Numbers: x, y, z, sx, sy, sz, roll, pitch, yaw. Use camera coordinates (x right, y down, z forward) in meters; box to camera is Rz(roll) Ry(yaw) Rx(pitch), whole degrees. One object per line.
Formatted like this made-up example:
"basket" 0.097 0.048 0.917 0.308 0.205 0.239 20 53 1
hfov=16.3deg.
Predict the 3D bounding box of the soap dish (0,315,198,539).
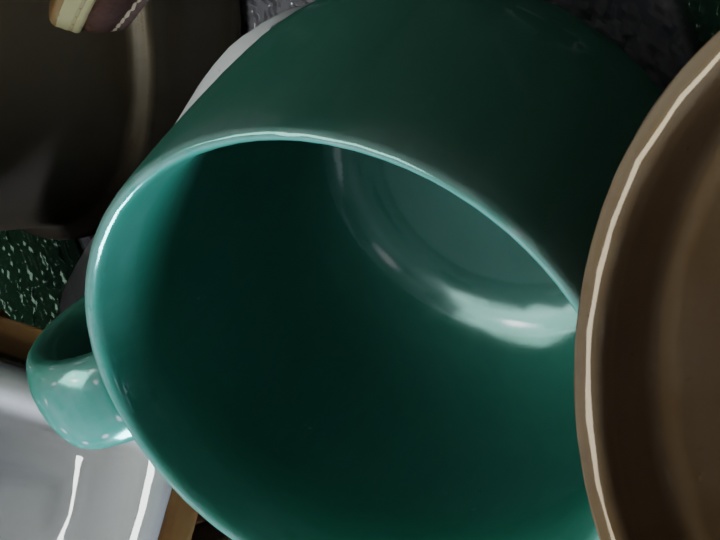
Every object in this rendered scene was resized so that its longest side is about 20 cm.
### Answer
"soap dish" -0.139 0.102 0.810 0.157 0.081 0.201 17 104 0

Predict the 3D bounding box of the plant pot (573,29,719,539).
"plant pot" 0.151 0.027 0.534 0.200 0.093 0.202 8 102 40

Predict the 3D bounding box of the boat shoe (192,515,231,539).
"boat shoe" -0.034 0.087 0.859 0.200 0.072 0.072 -20 66 62

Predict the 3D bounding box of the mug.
"mug" 0.005 -0.007 0.677 0.184 0.114 0.152 19 131 16

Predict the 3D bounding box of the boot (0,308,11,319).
"boot" -0.154 0.080 0.885 0.144 0.201 0.071 -58 14 10

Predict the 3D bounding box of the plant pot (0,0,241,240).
"plant pot" -0.166 -0.089 0.842 0.200 0.173 0.201 28 129 42

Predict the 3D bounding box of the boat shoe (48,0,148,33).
"boat shoe" -0.024 -0.127 0.714 0.072 0.072 0.200 26 132 -18

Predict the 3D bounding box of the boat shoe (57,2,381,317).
"boat shoe" -0.038 -0.002 0.815 0.066 0.072 0.200 58 136 20
